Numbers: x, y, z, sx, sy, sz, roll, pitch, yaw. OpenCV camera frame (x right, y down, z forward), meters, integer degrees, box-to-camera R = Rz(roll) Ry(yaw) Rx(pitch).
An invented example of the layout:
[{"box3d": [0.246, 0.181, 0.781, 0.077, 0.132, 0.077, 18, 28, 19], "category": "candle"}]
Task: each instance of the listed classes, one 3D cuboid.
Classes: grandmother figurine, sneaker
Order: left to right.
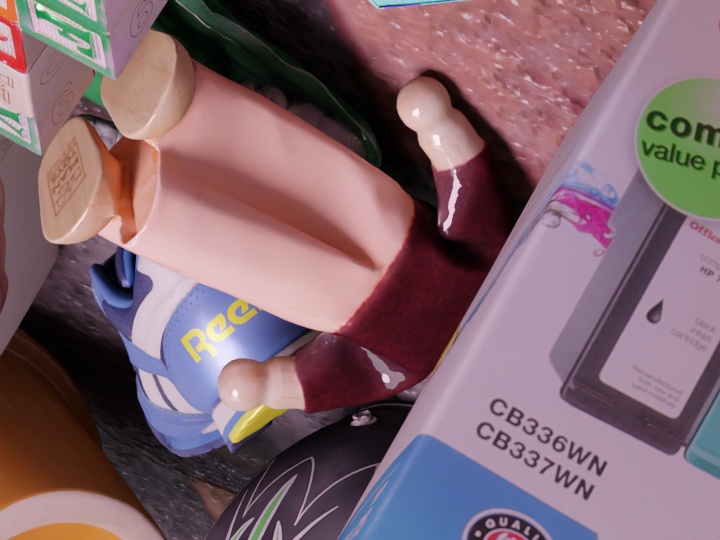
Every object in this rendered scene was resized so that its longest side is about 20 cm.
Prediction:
[{"box3d": [-0.051, 0.014, 1.047, 0.082, 0.074, 0.200, 51, 167, -3], "category": "sneaker"}, {"box3d": [0.000, 0.000, 0.914, 0.199, 0.061, 0.121, 23, 124, -30], "category": "grandmother figurine"}]

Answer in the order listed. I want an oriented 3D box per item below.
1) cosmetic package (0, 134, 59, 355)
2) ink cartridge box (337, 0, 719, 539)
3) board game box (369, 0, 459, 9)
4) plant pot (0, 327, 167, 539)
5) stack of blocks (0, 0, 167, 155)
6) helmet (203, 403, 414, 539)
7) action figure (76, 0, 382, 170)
[{"box3d": [-0.171, -0.034, 1.078, 0.103, 0.088, 0.200, 26, 158, 8], "category": "cosmetic package"}, {"box3d": [0.087, 0.053, 0.777, 0.146, 0.201, 0.146, 30, 157, 1], "category": "ink cartridge box"}, {"box3d": [0.027, -0.127, 0.673, 0.152, 0.045, 0.200, 44, 155, -30], "category": "board game box"}, {"box3d": [-0.167, 0.120, 1.207, 0.200, 0.200, 0.183, 47, 167, -35], "category": "plant pot"}, {"box3d": [-0.096, -0.102, 0.759, 0.115, 0.059, 0.200, 29, 161, 8], "category": "stack of blocks"}, {"box3d": [0.019, 0.159, 1.141, 0.190, 0.201, 0.199, 26, 166, -39], "category": "helmet"}, {"box3d": [-0.063, -0.061, 0.932, 0.200, 0.055, 0.118, 33, 156, -18], "category": "action figure"}]
